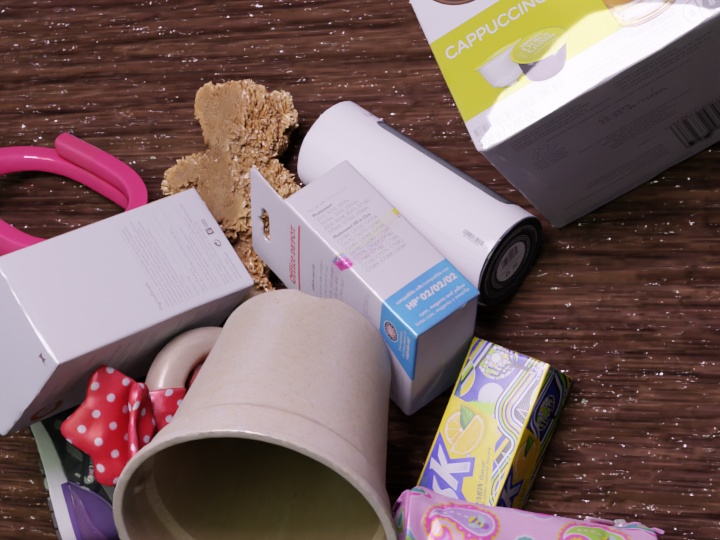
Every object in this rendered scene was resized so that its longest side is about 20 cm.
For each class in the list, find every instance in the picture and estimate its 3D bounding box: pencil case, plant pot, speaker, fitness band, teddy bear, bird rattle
[{"bbox_3d":[0.116,0.206,1.215,0.197,0.087,0.089,9,79,-4],"label":"pencil case"},{"bbox_3d":[-0.056,0.120,1.226,0.198,0.202,0.184,-11,37,22],"label":"plant pot"},{"bbox_3d":[0.043,-0.055,1.365,0.199,0.081,0.082,34,92,29],"label":"speaker"},{"bbox_3d":[-0.272,-0.058,1.488,0.199,0.038,0.143,27,46,33],"label":"fitness band"},{"bbox_3d":[-0.102,-0.057,1.449,0.144,0.066,0.203,-16,75,34],"label":"teddy bear"},{"bbox_3d":[-0.130,0.121,1.350,0.112,0.199,0.164,-24,36,48],"label":"bird rattle"}]

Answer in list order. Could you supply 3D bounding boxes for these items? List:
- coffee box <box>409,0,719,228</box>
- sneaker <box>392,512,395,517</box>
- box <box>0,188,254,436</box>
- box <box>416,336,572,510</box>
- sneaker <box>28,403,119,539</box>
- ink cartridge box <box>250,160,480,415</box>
[{"bbox_3d":[0.165,-0.186,1.274,0.198,0.200,0.199,-29,66,15],"label":"coffee box"},{"bbox_3d":[-0.031,0.268,1.296,0.075,0.115,0.203,7,79,26],"label":"sneaker"},{"bbox_3d":[-0.205,0.031,1.356,0.098,0.199,0.124,56,137,12],"label":"box"},{"bbox_3d":[0.088,0.159,1.299,0.069,0.064,0.202,19,86,28],"label":"box"},{"bbox_3d":[-0.226,0.128,1.428,0.086,0.076,0.202,-14,101,3],"label":"sneaker"},{"bbox_3d":[0.000,0.000,1.326,0.068,0.116,0.200,-33,63,-23],"label":"ink cartridge box"}]
